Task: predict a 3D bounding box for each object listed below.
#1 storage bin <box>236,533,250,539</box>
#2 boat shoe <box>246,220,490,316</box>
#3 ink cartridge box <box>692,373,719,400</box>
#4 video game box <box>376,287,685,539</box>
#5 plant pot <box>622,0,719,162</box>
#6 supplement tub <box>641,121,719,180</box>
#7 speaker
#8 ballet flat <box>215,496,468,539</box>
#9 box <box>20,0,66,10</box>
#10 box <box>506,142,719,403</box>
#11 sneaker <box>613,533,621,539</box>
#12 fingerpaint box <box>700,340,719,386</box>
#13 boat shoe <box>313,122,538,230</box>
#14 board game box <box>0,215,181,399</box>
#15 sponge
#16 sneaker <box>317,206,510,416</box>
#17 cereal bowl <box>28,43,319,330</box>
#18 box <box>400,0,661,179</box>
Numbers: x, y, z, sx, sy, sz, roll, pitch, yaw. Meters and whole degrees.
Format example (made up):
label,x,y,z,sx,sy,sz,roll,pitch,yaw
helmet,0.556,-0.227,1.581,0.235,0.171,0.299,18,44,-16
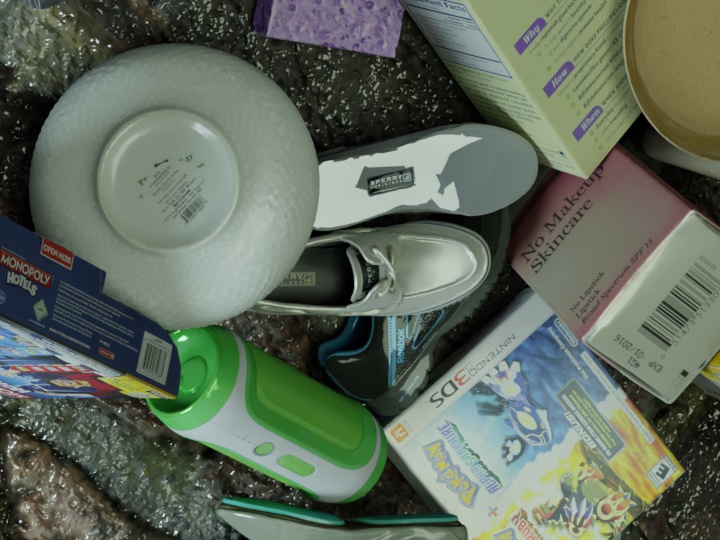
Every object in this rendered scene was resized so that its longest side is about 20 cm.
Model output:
label,x,y,z,sx,sy,sz,roll,pitch,yaw
storage bin,-0.028,0.301,1.309,0.200,0.135,0.094,29,105,-32
boat shoe,0.000,0.000,1.249,0.200,0.066,0.072,0,93,-5
ink cartridge box,0.303,0.043,1.417,0.200,0.145,0.084,37,82,-32
video game box,0.135,0.145,1.375,0.182,0.047,0.200,-41,97,-12
plant pot,0.280,-0.181,1.270,0.200,0.027,0.200,-5,105,-19
supplement tub,0.317,-0.170,1.370,0.132,0.132,0.200,14,98,-31
speaker,-0.066,0.107,1.252,0.200,0.088,0.089,34,87,-45
ballet flat,-0.013,0.211,1.292,0.200,0.067,0.064,7,87,-16
box,-0.155,-0.281,1.127,0.200,0.050,0.158,-24,115,-21
box,0.199,-0.014,1.301,0.109,0.200,0.128,33,100,-31
sneaker,0.126,0.250,1.423,0.131,0.080,0.200,42,83,-33
fingerpaint box,0.362,0.043,1.322,0.200,0.073,0.167,34,81,-32
boat shoe,0.033,-0.072,1.279,0.200,0.070,0.071,-13,107,-16
board game box,-0.251,0.030,1.109,0.200,0.200,0.062,35,60,-54
sponge,-0.006,-0.258,1.227,0.111,0.030,0.200,7,101,-31
sneaker,0.044,0.014,1.311,0.082,0.073,0.200,32,86,-27
cereal bowl,-0.126,-0.058,1.140,0.200,0.083,0.200,0,88,-2
box,0.147,-0.204,1.270,0.176,0.097,0.200,-50,128,-12
